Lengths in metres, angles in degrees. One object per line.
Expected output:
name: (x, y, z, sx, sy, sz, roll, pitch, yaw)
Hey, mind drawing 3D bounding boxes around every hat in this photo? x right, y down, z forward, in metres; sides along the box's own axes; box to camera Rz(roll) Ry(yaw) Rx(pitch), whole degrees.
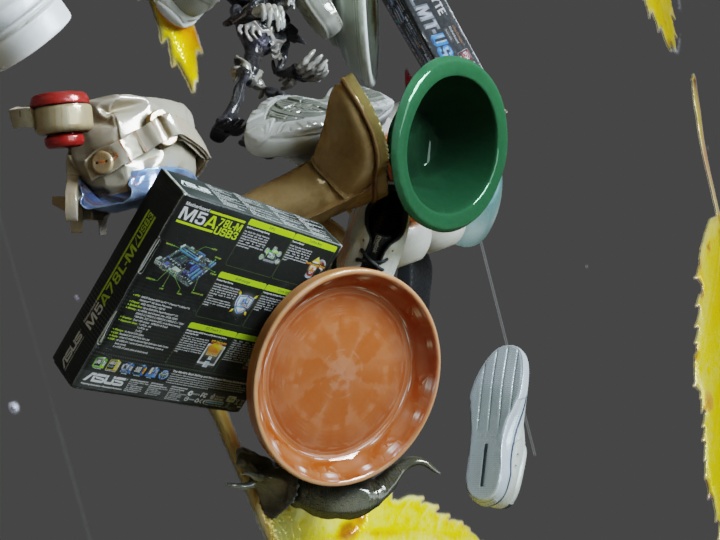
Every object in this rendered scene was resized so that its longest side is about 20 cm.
hat: (0.036, -0.132, 1.194, 0.199, 0.175, 0.168, 4, 96, -48)

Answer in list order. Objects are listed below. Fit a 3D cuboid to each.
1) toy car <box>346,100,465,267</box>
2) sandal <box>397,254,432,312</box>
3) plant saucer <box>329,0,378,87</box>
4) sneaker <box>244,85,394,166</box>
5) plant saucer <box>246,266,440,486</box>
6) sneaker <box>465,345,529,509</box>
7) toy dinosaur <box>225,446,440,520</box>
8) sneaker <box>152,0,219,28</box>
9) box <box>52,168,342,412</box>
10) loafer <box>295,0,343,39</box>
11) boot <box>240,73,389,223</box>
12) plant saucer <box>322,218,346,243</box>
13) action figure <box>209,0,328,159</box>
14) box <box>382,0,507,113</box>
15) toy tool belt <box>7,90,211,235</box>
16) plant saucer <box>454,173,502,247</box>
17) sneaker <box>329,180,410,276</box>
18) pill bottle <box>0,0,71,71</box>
toy car: (0.068, -0.108, 1.324, 0.199, 0.149, 0.177, -22, 91, -56)
sandal: (0.049, 0.047, 1.367, 0.075, 0.045, 0.201, 58, 27, -32)
plant saucer: (-0.011, -0.306, 1.332, 0.200, 0.049, 0.203, -2, 90, -84)
sneaker: (-0.039, -0.121, 1.168, 0.199, 0.077, 0.101, -18, 126, -49)
plant saucer: (-0.015, 0.096, 1.090, 0.198, 0.032, 0.203, -8, 104, -31)
sneaker: (0.173, 0.195, 1.469, 0.071, 0.072, 0.202, 38, 61, -51)
toy dinosaur: (-0.025, 0.209, 1.152, 0.103, 0.197, 0.078, -75, 175, -57)
sneaker: (-0.134, -0.329, 1.182, 0.076, 0.091, 0.202, 41, 50, -37)
box: (-0.136, 0.026, 1.027, 0.199, 0.047, 0.195, 16, 109, -49)
loafer: (-0.057, -0.336, 1.249, 0.070, 0.069, 0.202, 69, -2, -73)
boot: (-0.071, -0.072, 1.077, 0.066, 0.198, 0.176, 56, -12, 32)
plant saucer: (-0.050, 0.043, 1.237, 0.199, 0.035, 0.203, 20, 65, -49)
action figure: (-0.090, -0.219, 1.204, 0.118, 0.101, 0.203, 30, 61, -43)
box: (0.090, -0.258, 1.375, 0.201, 0.049, 0.199, 60, 4, -6)
toy tool belt: (-0.202, -0.081, 0.997, 0.200, 0.123, 0.125, -13, 97, -72)
plant saucer: (0.136, -0.133, 1.523, 0.200, 0.038, 0.204, 17, 68, -49)
sneaker: (0.000, 0.000, 1.183, 0.073, 0.080, 0.203, 17, 80, -7)
pill bottle: (-0.315, -0.258, 0.915, 0.201, 0.108, 0.109, 57, 42, -26)
